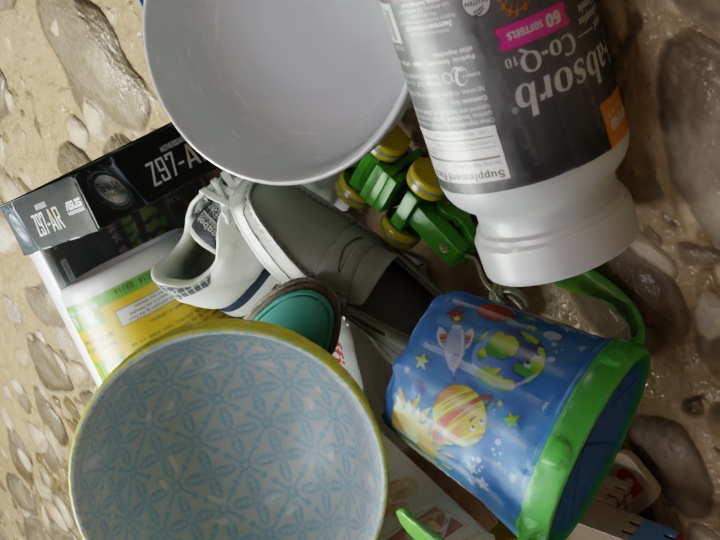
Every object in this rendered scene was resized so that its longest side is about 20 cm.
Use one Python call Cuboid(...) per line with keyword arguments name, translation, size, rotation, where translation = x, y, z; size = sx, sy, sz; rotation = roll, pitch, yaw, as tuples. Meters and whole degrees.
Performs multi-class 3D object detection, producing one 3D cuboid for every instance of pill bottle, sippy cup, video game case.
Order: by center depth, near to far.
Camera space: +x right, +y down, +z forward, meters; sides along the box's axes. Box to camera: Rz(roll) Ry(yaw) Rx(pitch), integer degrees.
Cuboid(name="pill bottle", translation=(0.086, -0.102, 0.885), size=(0.116, 0.116, 0.202), rotation=(6, 122, 54))
Cuboid(name="sippy cup", translation=(0.088, 0.081, 0.955), size=(0.129, 0.178, 0.141), rotation=(26, 122, 19))
Cuboid(name="pill bottle", translation=(-0.139, 0.080, 1.213), size=(0.111, 0.110, 0.202), rotation=(-14, 104, 59))
Cuboid(name="video game case", translation=(-0.169, 0.011, 1.298), size=(0.023, 0.181, 0.202), rotation=(-19, 100, 46))

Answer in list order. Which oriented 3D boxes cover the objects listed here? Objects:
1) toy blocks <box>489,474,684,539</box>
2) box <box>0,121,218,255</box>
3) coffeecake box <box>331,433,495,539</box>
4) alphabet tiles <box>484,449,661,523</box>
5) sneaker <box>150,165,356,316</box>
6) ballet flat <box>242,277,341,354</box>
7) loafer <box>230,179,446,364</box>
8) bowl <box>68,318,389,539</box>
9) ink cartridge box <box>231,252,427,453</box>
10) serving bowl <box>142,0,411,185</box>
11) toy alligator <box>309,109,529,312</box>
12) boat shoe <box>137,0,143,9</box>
Cuboid(name="toy blocks", translation=(0.165, 0.212, 1.047), size=(0.136, 0.100, 0.202), rotation=(16, 130, 35))
Cuboid(name="box", translation=(-0.152, -0.081, 1.175), size=(0.160, 0.199, 0.044), rotation=(-11, 107, 59))
Cuboid(name="coffeecake box", translation=(0.027, 0.210, 1.078), size=(0.200, 0.072, 0.155), rotation=(37, 147, 57))
Cuboid(name="alphabet tiles", translation=(0.135, 0.143, 1.121), size=(0.201, 0.015, 0.196), rotation=(53, 149, 13))
Cuboid(name="sneaker", translation=(-0.068, -0.053, 1.117), size=(0.201, 0.080, 0.077), rotation=(-55, 47, 16))
Cuboid(name="ballet flat", translation=(-0.067, 0.076, 1.089), size=(0.068, 0.067, 0.201), rotation=(29, 116, -3))
Cuboid(name="loafer", translation=(0.000, 0.000, 1.066), size=(0.199, 0.070, 0.070), rotation=(38, 153, -10))
Cuboid(name="bowl", translation=(-0.078, 0.114, 1.004), size=(0.108, 0.198, 0.202), rotation=(-83, -27, -73))
Cuboid(name="ink cartridge box", translation=(-0.033, 0.043, 1.216), size=(0.199, 0.085, 0.148), rotation=(23, 134, 43))
Cuboid(name="serving bowl", translation=(-0.041, -0.158, 1.022), size=(0.198, 0.066, 0.203), rotation=(4, 99, 25))
Cuboid(name="toy alligator", translation=(0.048, -0.044, 1.057), size=(0.200, 0.054, 0.060), rotation=(43, 132, 12))
Cuboid(name="boat shoe", translation=(-0.160, -0.236, 1.168), size=(0.068, 0.084, 0.202), rotation=(2, 116, 42))
